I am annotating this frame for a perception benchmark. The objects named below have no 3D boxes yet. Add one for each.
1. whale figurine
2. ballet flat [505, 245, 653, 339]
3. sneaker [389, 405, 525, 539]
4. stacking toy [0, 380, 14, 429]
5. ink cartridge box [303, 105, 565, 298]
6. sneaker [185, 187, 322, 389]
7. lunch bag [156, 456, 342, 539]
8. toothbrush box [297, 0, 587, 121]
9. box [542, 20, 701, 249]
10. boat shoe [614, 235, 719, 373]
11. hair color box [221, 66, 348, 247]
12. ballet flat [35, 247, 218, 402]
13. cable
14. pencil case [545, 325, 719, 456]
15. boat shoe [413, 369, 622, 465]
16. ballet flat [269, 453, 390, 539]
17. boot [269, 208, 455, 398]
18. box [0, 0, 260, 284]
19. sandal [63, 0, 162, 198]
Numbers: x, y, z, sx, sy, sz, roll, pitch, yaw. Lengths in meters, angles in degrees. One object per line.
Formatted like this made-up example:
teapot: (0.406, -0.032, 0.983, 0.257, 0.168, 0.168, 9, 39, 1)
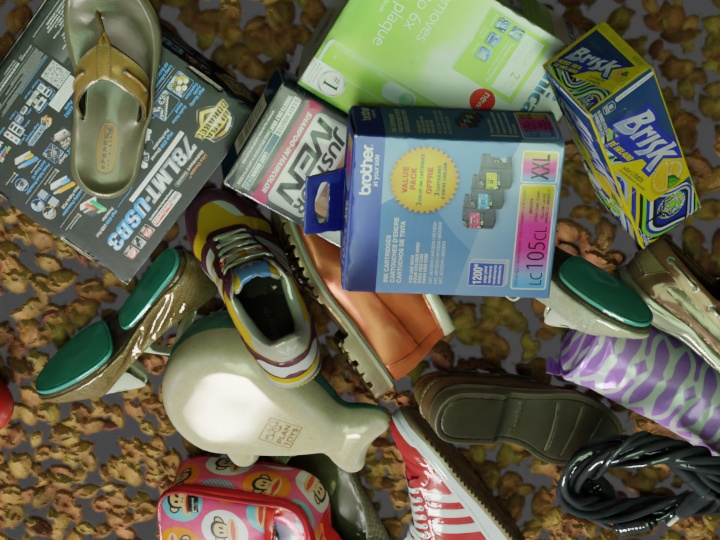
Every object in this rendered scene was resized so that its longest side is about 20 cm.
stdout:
whale figurine: (-0.075, 0.106, 1.655, 0.199, 0.104, 0.159, 21, 126, -11)
ballet flat: (0.160, 0.010, 1.605, 0.200, 0.067, 0.062, 36, 125, 16)
sneaker: (0.059, 0.221, 1.722, 0.112, 0.071, 0.200, -33, 112, 12)
stacking toy: (-0.378, 0.066, 1.667, 0.085, 0.085, 0.200, -28, 118, 14)
ink cartridge box: (0.055, -0.055, 1.490, 0.199, 0.076, 0.137, 2, 112, -3)
sneaker: (-0.090, -0.001, 1.564, 0.075, 0.200, 0.090, -29, 155, -9)
lunch bag: (-0.092, 0.272, 1.728, 0.175, 0.082, 0.201, 5, 119, 14)
toothbrush box: (0.069, -0.174, 1.530, 0.200, 0.086, 0.146, 30, 112, -13)
box: (0.213, -0.106, 1.509, 0.064, 0.070, 0.200, -36, 143, -2)
boat shoe: (0.316, 0.040, 1.629, 0.200, 0.076, 0.072, 32, 110, -14)
hair color box: (-0.005, -0.074, 1.552, 0.199, 0.061, 0.100, 28, 104, -15)
ballet flat: (-0.201, 0.062, 1.668, 0.200, 0.068, 0.072, -44, 125, 15)
cable: (0.258, 0.193, 1.658, 0.162, 0.051, 0.200, -2, 154, 17)
pencil case: (0.271, 0.102, 1.657, 0.200, 0.084, 0.086, 31, 129, -10)
boat shoe: (0.142, 0.121, 1.676, 0.199, 0.068, 0.072, 15, 108, -28)
ballet flat: (-0.028, 0.207, 1.731, 0.067, 0.046, 0.200, -24, 112, 12)
boot: (0.000, 0.000, 1.631, 0.107, 0.075, 0.200, -34, 105, -5)
box: (-0.220, -0.121, 1.584, 0.198, 0.050, 0.200, 34, 111, -14)
sandal: (-0.205, -0.146, 1.518, 0.080, 0.054, 0.201, 6, 113, -1)
